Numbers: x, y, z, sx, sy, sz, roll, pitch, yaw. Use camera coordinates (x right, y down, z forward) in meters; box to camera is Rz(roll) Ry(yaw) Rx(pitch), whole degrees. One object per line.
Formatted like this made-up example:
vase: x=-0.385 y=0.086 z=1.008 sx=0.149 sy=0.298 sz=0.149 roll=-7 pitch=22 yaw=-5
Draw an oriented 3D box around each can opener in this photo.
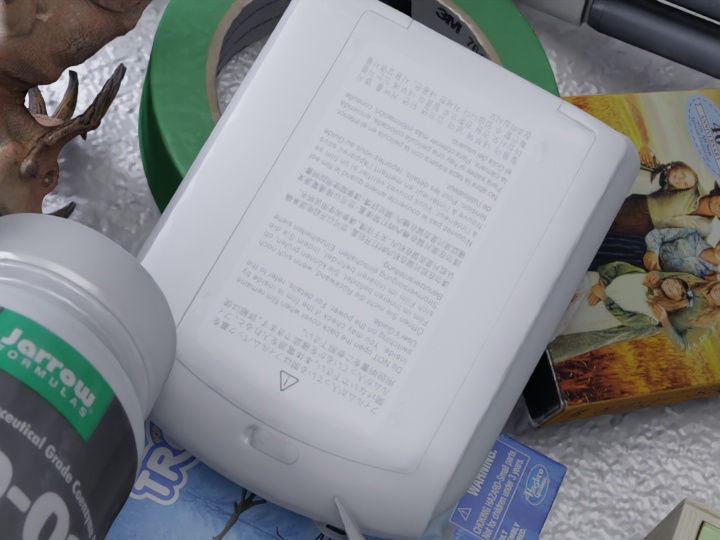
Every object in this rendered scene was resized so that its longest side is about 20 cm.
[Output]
can opener: x=0.126 y=-0.133 z=0.937 sx=0.199 sy=0.054 sz=0.067 roll=25 pitch=28 yaw=21

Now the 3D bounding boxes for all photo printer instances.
photo printer: x=0.000 y=0.000 z=0.791 sx=0.165 sy=0.070 sz=0.201 roll=28 pitch=75 yaw=6

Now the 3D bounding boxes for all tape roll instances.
tape roll: x=-0.004 y=-0.072 z=0.912 sx=0.199 sy=0.048 sz=0.202 roll=6 pitch=62 yaw=-12

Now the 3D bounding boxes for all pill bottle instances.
pill bottle: x=-0.142 y=0.076 z=0.667 sx=0.112 sy=0.113 sz=0.201 roll=25 pitch=43 yaw=-1

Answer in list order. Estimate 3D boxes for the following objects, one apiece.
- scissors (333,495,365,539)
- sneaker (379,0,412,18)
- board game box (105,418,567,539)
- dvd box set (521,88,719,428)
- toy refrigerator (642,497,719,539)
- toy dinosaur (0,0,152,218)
scissors: x=0.030 y=0.184 z=0.752 sx=0.073 sy=0.014 sz=0.201 roll=-48 pitch=114 yaw=-34
sneaker: x=0.002 y=-0.184 z=0.903 sx=0.089 sy=0.070 sz=0.201 roll=-12 pitch=53 yaw=-17
board game box: x=-0.040 y=0.123 z=0.802 sx=0.198 sy=0.043 sz=0.201 roll=27 pitch=60 yaw=1
dvd box set: x=0.144 y=-0.012 z=0.895 sx=0.199 sy=0.029 sz=0.148 roll=-5 pitch=72 yaw=-32
toy refrigerator: x=0.207 y=0.180 z=0.822 sx=0.199 sy=0.070 sz=0.076 roll=26 pitch=60 yaw=1
toy dinosaur: x=-0.126 y=-0.117 z=0.841 sx=0.200 sy=0.135 sz=0.086 roll=-43 pitch=40 yaw=8
